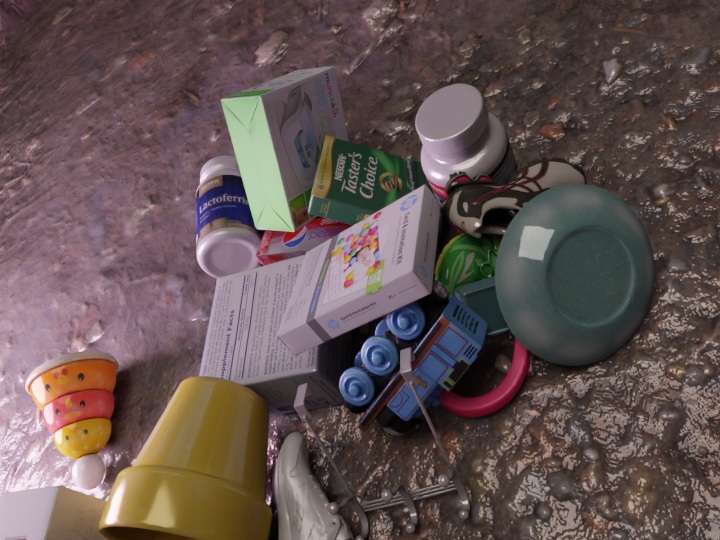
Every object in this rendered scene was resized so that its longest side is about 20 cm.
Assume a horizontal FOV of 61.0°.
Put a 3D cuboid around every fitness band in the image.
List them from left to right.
[{"bbox_3d":[0.147,0.084,0.778,0.139,0.038,0.205,-11,54,24],"label":"fitness band"}]

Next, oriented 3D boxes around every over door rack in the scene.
[{"bbox_3d":[0.023,0.206,0.672,0.144,0.205,0.067,-19,15,16],"label":"over door rack"}]

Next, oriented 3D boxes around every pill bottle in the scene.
[{"bbox_3d":[-0.230,-0.096,1.063,0.113,0.116,0.204,-25,50,13],"label":"pill bottle"},{"bbox_3d":[0.146,-0.140,0.815,0.116,0.201,0.123,-15,52,20],"label":"pill bottle"}]

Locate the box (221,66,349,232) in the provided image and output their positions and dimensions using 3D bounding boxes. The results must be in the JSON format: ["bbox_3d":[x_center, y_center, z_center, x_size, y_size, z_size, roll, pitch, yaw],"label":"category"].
[{"bbox_3d":[-0.104,-0.192,0.956,0.094,0.206,0.175,8,31,37],"label":"box"}]

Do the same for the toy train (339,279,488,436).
[{"bbox_3d":[0.057,0.108,0.709,0.113,0.087,0.202,37,114,6],"label":"toy train"}]

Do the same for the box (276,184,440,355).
[{"bbox_3d":[0.000,0.000,0.722,0.196,0.041,0.158,-26,31,30],"label":"box"}]

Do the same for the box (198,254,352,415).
[{"bbox_3d":[-0.116,0.096,0.877,0.194,0.105,0.189,-13,54,21],"label":"box"}]

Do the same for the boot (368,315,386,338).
[{"bbox_3d":[0.069,0.029,0.804,0.204,0.068,0.147,-65,26,19],"label":"boot"}]

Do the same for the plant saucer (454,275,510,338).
[{"bbox_3d":[0.211,0.029,0.721,0.193,0.072,0.019,-16,9,-2],"label":"plant saucer"}]

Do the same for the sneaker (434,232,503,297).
[{"bbox_3d":[0.175,-0.016,0.754,0.195,0.076,0.083,-24,23,-20],"label":"sneaker"}]

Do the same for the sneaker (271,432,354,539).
[{"bbox_3d":[-0.057,0.298,0.745,0.096,0.076,0.205,-11,57,5],"label":"sneaker"}]

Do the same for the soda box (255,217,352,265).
[{"bbox_3d":[-0.062,-0.036,0.954,0.194,0.071,0.065,-5,51,26],"label":"soda box"}]

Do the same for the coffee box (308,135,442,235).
[{"bbox_3d":[0.027,-0.118,0.898,0.193,0.044,0.126,15,56,-6],"label":"coffee box"}]

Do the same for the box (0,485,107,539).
[{"bbox_3d":[-0.363,0.379,0.771,0.103,0.201,0.156,-12,54,19],"label":"box"}]

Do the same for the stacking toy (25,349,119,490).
[{"bbox_3d":[-0.442,0.246,0.978,0.143,0.146,0.204,-28,68,9],"label":"stacking toy"}]

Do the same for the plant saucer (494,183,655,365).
[{"bbox_3d":[0.248,0.006,0.680,0.201,0.202,0.039,-44,6,-4],"label":"plant saucer"}]

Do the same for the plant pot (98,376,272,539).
[{"bbox_3d":[-0.196,0.251,0.766,0.195,0.202,0.193,-8,50,24],"label":"plant pot"}]

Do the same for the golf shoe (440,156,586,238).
[{"bbox_3d":[0.196,-0.078,0.741,0.193,0.079,0.089,-12,40,-12],"label":"golf shoe"}]
